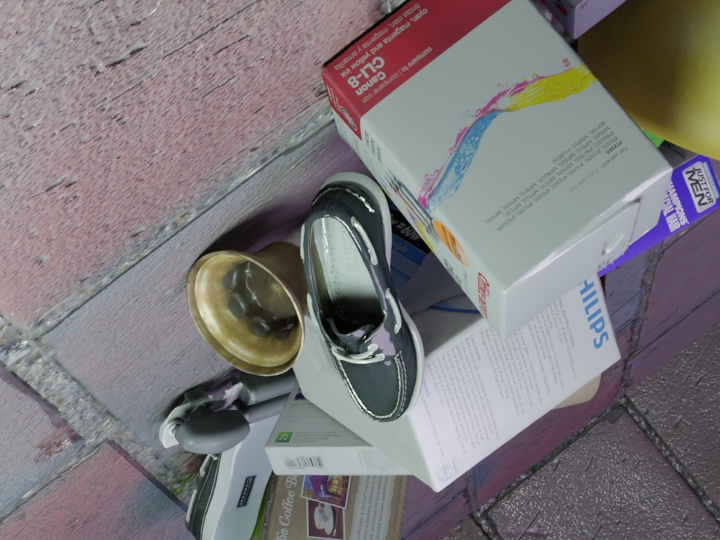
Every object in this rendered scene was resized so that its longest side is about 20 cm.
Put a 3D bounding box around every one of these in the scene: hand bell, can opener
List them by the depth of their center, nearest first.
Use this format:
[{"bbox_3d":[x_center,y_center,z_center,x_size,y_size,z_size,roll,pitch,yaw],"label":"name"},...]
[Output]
[{"bbox_3d":[-0.033,-0.013,1.597,0.200,0.104,0.104,-41,172,-46],"label":"hand bell"},{"bbox_3d":[-0.091,0.120,1.848,0.200,0.066,0.053,-20,145,-38],"label":"can opener"}]

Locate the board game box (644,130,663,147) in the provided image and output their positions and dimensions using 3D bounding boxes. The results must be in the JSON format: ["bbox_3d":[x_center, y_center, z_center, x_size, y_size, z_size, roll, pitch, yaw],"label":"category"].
[{"bbox_3d":[0.225,-0.131,1.790,0.200,0.030,0.096,-51,133,0],"label":"board game box"}]

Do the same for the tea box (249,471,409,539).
[{"bbox_3d":[-0.046,0.248,2.052,0.197,0.133,0.200,121,-17,-55],"label":"tea box"}]

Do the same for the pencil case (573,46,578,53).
[{"bbox_3d":[0.206,-0.160,1.694,0.200,0.087,0.087,-41,166,12],"label":"pencil case"}]

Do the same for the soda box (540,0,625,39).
[{"bbox_3d":[0.207,-0.253,1.454,0.200,0.064,0.068,-37,166,-4],"label":"soda box"}]

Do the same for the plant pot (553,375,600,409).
[{"bbox_3d":[0.099,0.071,2.018,0.200,0.187,0.187,-19,160,-18],"label":"plant pot"}]

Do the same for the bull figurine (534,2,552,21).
[{"bbox_3d":[0.152,-0.110,1.595,0.065,0.200,0.121,-10,-166,26],"label":"bull figurine"}]

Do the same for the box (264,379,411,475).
[{"bbox_3d":[0.018,0.096,1.780,0.200,0.144,0.036,-65,145,-46],"label":"box"}]

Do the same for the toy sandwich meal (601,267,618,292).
[{"bbox_3d":[0.249,-0.039,2.072,0.205,0.070,0.205,18,90,-83],"label":"toy sandwich meal"}]

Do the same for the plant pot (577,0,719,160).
[{"bbox_3d":[0.245,-0.176,1.560,0.142,0.200,0.200,4,-174,26],"label":"plant pot"}]

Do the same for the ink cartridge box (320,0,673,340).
[{"bbox_3d":[0.093,-0.081,1.419,0.145,0.200,0.145,-37,166,-6],"label":"ink cartridge box"}]

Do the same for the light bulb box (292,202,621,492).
[{"bbox_3d":[0.066,0.043,1.690,0.200,0.198,0.125,-34,128,-21],"label":"light bulb box"}]

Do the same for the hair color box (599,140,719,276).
[{"bbox_3d":[0.221,-0.051,1.917,0.200,0.065,0.109,-31,-156,-9],"label":"hair color box"}]

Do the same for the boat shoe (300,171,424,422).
[{"bbox_3d":[-0.004,0.030,1.502,0.076,0.200,0.060,-5,-154,23],"label":"boat shoe"}]

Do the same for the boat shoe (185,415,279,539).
[{"bbox_3d":[-0.117,0.171,1.952,0.074,0.068,0.200,-10,125,-42],"label":"boat shoe"}]
